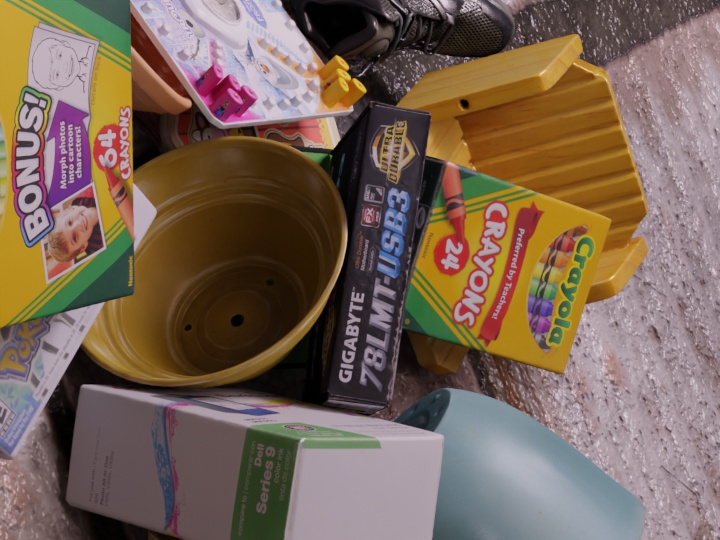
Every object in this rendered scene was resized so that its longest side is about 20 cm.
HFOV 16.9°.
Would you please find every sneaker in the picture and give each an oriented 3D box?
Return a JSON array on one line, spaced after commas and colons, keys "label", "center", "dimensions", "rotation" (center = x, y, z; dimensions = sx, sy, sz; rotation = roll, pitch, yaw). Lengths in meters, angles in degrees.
[{"label": "sneaker", "center": [0.031, -0.185, 1.857], "dimensions": [0.198, 0.076, 0.115], "rotation": [18, 40, -25]}]

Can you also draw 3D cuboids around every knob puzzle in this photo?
[{"label": "knob puzzle", "center": [-0.072, -0.104, 1.766], "dimensions": [0.219, 0.030, 0.221], "rotation": [28, 53, -44]}]

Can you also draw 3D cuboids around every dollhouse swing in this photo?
[{"label": "dollhouse swing", "center": [0.118, -0.042, 1.863], "dimensions": [0.176, 0.181, 0.201], "rotation": [-76, 149, -62]}]

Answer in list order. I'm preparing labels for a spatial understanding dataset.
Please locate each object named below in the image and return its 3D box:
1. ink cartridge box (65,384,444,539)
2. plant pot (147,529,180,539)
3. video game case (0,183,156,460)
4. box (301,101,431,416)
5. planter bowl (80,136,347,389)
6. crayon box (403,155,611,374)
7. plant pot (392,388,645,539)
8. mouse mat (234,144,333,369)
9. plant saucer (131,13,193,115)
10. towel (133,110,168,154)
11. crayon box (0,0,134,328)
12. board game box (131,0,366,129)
[{"label": "ink cartridge box", "center": [-0.069, 0.129, 1.553], "dimensions": [0.145, 0.199, 0.088], "rotation": [4, 93, -49]}, {"label": "plant pot", "center": [-0.049, 0.248, 1.569], "dimensions": [0.199, 0.199, 0.143], "rotation": [3, 98, -49]}, {"label": "video game case", "center": [-0.225, -0.014, 1.513], "dimensions": [0.182, 0.022, 0.201], "rotation": [51, 57, -40]}, {"label": "box", "center": [0.000, 0.000, 1.673], "dimensions": [0.049, 0.198, 0.201], "rotation": [9, 83, -8]}, {"label": "planter bowl", "center": [-0.093, 0.014, 1.629], "dimensions": [0.084, 0.199, 0.201], "rotation": [64, 30, -50]}, {"label": "crayon box", "center": [0.108, 0.000, 1.815], "dimensions": [0.199, 0.051, 0.128], "rotation": [16, 91, -36]}, {"label": "plant pot", "center": [0.075, 0.182, 1.727], "dimensions": [0.161, 0.200, 0.201], "rotation": [43, 44, -10]}, {"label": "mouse mat", "center": [-0.032, -0.009, 1.773], "dimensions": [0.200, 0.007, 0.162], "rotation": [2, 90, -58]}, {"label": "plant saucer", "center": [-0.186, -0.181, 1.627], "dimensions": [0.201, 0.037, 0.200], "rotation": [53, 6, -8]}, {"label": "towel", "center": [-0.081, -0.071, 1.783], "dimensions": [0.201, 0.023, 0.144], "rotation": [58, 38, -17]}, {"label": "crayon box", "center": [-0.214, -0.070, 1.449], "dimensions": [0.172, 0.058, 0.201], "rotation": [-16, 111, -49]}, {"label": "board game box", "center": [-0.100, -0.192, 1.728], "dimensions": [0.200, 0.026, 0.200], "rotation": [55, 26, 12]}]
